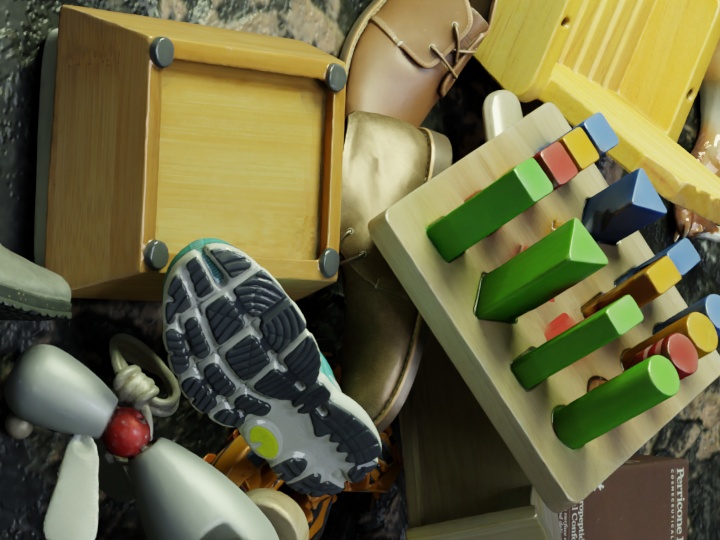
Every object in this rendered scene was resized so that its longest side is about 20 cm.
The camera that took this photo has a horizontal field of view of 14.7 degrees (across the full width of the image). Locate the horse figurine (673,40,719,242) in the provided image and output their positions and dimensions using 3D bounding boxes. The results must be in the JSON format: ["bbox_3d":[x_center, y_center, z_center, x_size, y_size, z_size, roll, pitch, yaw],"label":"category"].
[{"bbox_3d":[0.287,-0.114,2.047,0.132,0.050,0.201,7,95,-34],"label":"horse figurine"}]

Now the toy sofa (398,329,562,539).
[{"bbox_3d":[0.067,0.090,1.714,0.098,0.082,0.201,63,19,-60],"label":"toy sofa"}]

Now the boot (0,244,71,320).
[{"bbox_3d":[-0.213,-0.050,1.433,0.200,0.067,0.131,22,72,-48],"label":"boot"}]

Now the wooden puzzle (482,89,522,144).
[{"bbox_3d":[0.122,0.007,1.774,0.200,0.037,0.186,61,20,-60],"label":"wooden puzzle"}]

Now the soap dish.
[{"bbox_3d":[-0.090,-0.061,1.571,0.199,0.081,0.158,3,90,-50],"label":"soap dish"}]

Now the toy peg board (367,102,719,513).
[{"bbox_3d":[0.139,0.002,1.637,0.199,0.098,0.201,-34,91,-49],"label":"toy peg board"}]

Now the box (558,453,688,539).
[{"bbox_3d":[0.139,0.178,1.875,0.200,0.075,0.101,-2,93,-53],"label":"box"}]

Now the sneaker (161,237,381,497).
[{"bbox_3d":[-0.059,0.049,1.546,0.077,0.080,0.200,-30,135,1],"label":"sneaker"}]

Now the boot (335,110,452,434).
[{"bbox_3d":[0.000,0.000,1.646,0.075,0.073,0.201,22,62,-30],"label":"boot"}]

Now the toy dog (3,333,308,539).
[{"bbox_3d":[-0.118,0.134,1.523,0.096,0.200,0.132,-50,163,18],"label":"toy dog"}]

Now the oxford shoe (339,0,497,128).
[{"bbox_3d":[0.039,-0.137,1.735,0.071,0.071,0.201,43,62,-45],"label":"oxford shoe"}]

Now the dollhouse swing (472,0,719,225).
[{"bbox_3d":[0.197,-0.142,1.817,0.200,0.175,0.183,21,93,-55],"label":"dollhouse swing"}]

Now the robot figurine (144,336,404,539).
[{"bbox_3d":[-0.042,0.134,1.659,0.200,0.058,0.145,-49,129,-37],"label":"robot figurine"}]
